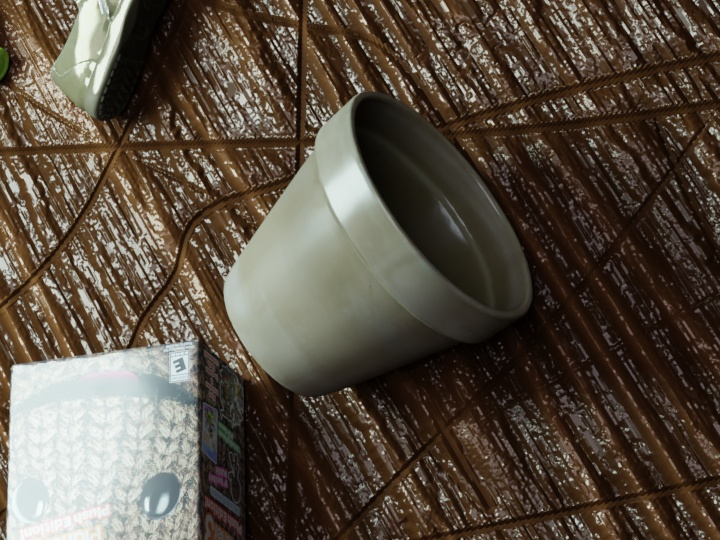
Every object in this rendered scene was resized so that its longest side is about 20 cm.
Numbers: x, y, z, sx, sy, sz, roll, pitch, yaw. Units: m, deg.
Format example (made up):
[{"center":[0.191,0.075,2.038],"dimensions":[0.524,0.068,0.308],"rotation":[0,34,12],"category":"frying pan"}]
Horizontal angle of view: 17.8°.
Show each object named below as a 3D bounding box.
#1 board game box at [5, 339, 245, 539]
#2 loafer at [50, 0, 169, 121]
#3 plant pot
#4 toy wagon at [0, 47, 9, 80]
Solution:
[{"center":[-0.176,0.170,1.724],"dimensions":[0.159,0.097,0.201],"rotation":[-9,67,16],"category":"board game box"},{"center":[-0.196,-0.223,1.853],"dimensions":[0.067,0.076,0.201],"rotation":[20,83,15],"category":"loafer"},{"center":[0.000,0.000,1.687],"dimensions":[0.173,0.200,0.201],"rotation":[-39,67,23],"category":"plant pot"},{"center":[-0.370,-0.187,1.921],"dimensions":[0.155,0.040,0.201],"rotation":[24,85,22],"category":"toy wagon"}]
